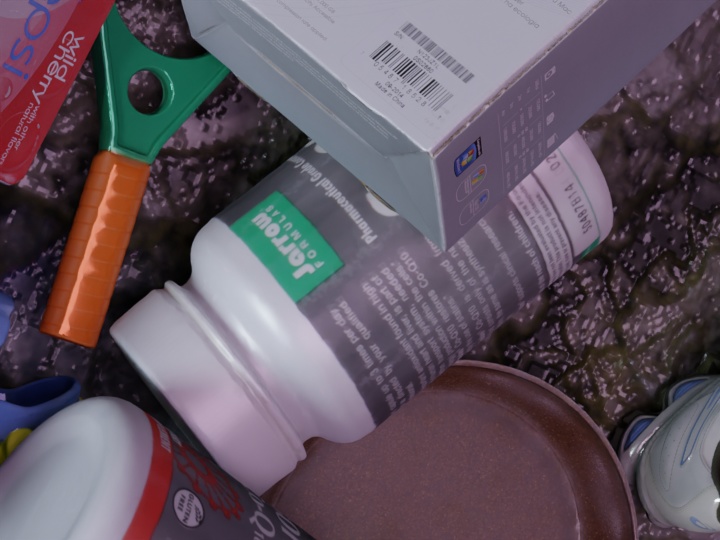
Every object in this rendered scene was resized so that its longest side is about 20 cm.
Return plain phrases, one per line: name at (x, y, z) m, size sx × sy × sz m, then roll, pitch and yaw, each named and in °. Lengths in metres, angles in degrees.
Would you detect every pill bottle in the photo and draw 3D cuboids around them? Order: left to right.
pill bottle at (-0.058, 0.149, 0.858) m, size 0.200 × 0.116 × 0.116 m, roll 40°, pitch 87°, yaw -27°
pill bottle at (0.000, 0.000, 0.913) m, size 0.200 × 0.113 × 0.113 m, roll -39°, pitch 110°, yaw -9°

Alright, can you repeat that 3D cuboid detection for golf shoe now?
golf shoe at (0.211, 0.048, 1.004) m, size 0.078 × 0.097 × 0.200 m, roll 43°, pitch 84°, yaw -19°

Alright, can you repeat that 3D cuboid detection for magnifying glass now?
magnifying glass at (-0.093, -0.067, 0.902) m, size 0.079 × 0.022 × 0.202 m, roll 20°, pitch 82°, yaw -25°

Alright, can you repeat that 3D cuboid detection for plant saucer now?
plant saucer at (0.032, 0.136, 0.995) m, size 0.198 × 0.032 × 0.202 m, roll -4°, pitch 103°, yaw -18°

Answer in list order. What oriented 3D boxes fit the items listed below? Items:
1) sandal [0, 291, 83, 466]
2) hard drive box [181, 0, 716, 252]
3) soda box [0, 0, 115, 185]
sandal at (-0.206, 0.062, 0.881) m, size 0.199 × 0.079 × 0.088 m, roll -17°, pitch 102°, yaw -23°
hard drive box at (0.047, -0.133, 0.863) m, size 0.200 × 0.156 × 0.077 m, roll -42°, pitch 154°, yaw -15°
soda box at (-0.130, -0.140, 0.855) m, size 0.070 × 0.063 × 0.201 m, roll 25°, pitch 92°, yaw -59°
